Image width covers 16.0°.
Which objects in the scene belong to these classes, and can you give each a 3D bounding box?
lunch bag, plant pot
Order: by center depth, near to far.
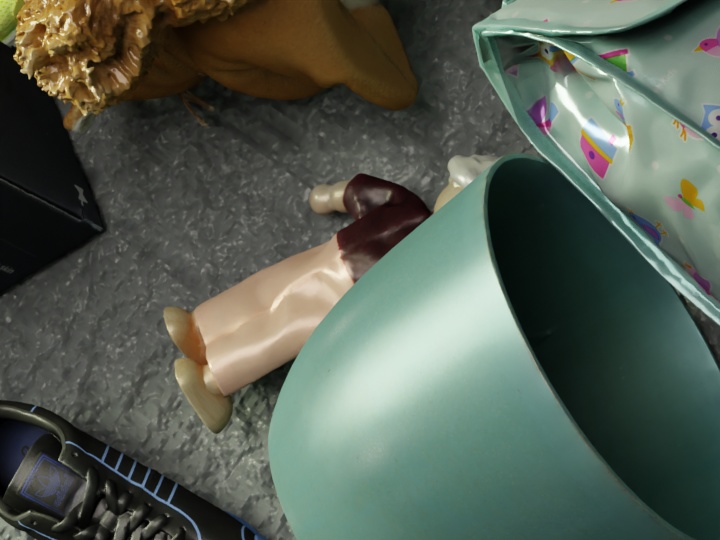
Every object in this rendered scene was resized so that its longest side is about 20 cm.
[{"bbox_3d":[0.172,-0.089,1.154,0.170,0.122,0.200,-35,63,-27],"label":"lunch bag"},{"bbox_3d":[0.057,0.075,1.159,0.161,0.200,0.201,-34,65,24],"label":"plant pot"}]

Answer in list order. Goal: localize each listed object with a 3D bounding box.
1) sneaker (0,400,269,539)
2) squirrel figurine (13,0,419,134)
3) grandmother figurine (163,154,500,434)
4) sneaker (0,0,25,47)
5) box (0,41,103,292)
[{"bbox_3d":[-0.126,0.126,1.285,0.200,0.078,0.070,26,88,27],"label":"sneaker"},{"bbox_3d":[-0.094,-0.138,1.277,0.186,0.200,0.142,-11,82,34],"label":"squirrel figurine"},{"bbox_3d":[0.000,0.000,1.275,0.200,0.061,0.122,-27,56,13],"label":"grandmother figurine"},{"bbox_3d":[-0.257,-0.146,1.406,0.200,0.090,0.078,-25,66,15],"label":"sneaker"},{"bbox_3d":[-0.276,-0.044,1.329,0.200,0.197,0.118,-30,66,14],"label":"box"}]
